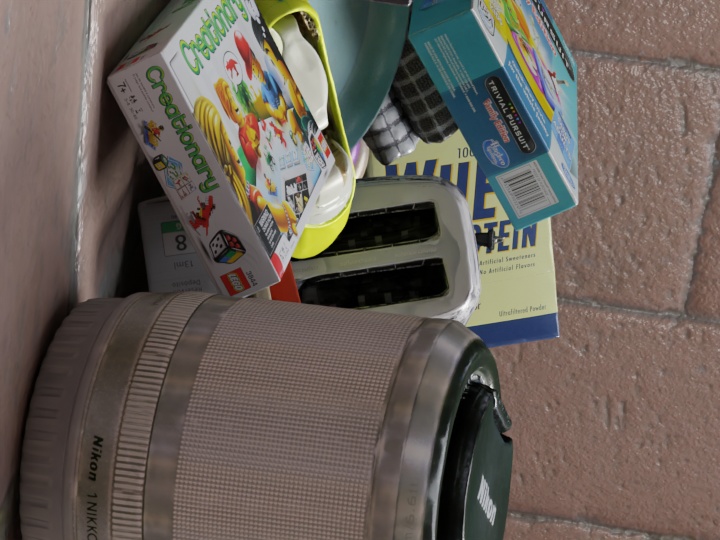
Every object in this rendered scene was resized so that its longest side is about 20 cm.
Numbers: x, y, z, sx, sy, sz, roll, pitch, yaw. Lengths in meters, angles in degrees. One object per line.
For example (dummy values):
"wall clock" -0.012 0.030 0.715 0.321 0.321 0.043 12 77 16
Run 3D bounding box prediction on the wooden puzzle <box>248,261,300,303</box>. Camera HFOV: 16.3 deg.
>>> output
"wooden puzzle" -0.045 0.050 1.380 0.200 0.037 0.185 -96 180 -54

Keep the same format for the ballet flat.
"ballet flat" -0.036 -0.080 1.432 0.067 0.067 0.200 37 -33 48

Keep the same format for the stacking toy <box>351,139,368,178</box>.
"stacking toy" -0.052 -0.100 1.619 0.200 0.085 0.086 51 47 -74

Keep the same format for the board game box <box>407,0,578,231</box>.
"board game box" 0.089 -0.142 1.622 0.151 0.047 0.200 59 19 -25

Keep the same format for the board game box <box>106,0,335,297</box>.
"board game box" -0.067 -0.075 1.284 0.126 0.035 0.200 63 15 -15

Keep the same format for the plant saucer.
"plant saucer" -0.036 -0.153 1.493 0.200 0.027 0.201 -29 126 -48

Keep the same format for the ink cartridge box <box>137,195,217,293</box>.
"ink cartridge box" -0.080 0.076 1.360 0.161 0.050 0.200 85 -5 -74

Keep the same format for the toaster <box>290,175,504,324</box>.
"toaster" 0.000 0.000 1.578 0.129 0.199 0.114 129 -46 -84

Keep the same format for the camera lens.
"camera lens" -0.038 0.094 1.157 0.160 0.199 0.160 6 90 -75

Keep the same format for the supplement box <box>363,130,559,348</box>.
"supplement box" 0.047 -0.054 1.875 0.200 0.134 0.200 -152 -125 -71

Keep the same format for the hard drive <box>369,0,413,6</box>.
"hard drive" -0.029 -0.181 1.275 0.200 0.139 0.038 -67 165 -69

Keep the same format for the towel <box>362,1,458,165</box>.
"towel" 0.017 -0.183 1.672 0.166 0.085 0.200 58 19 -19
